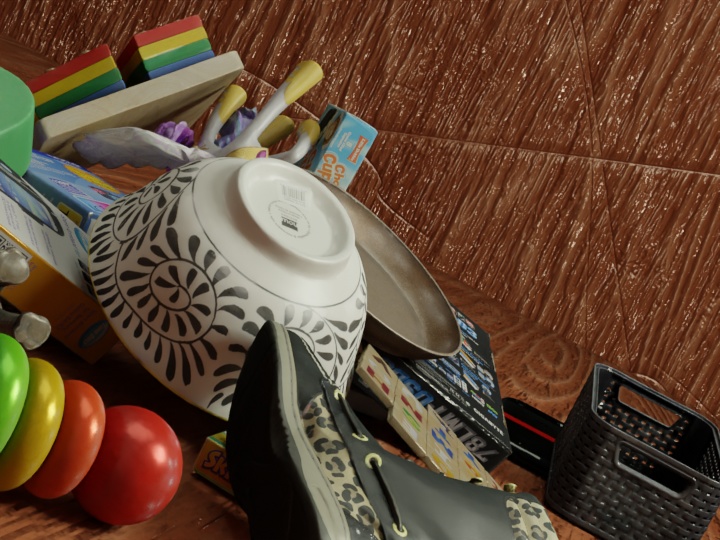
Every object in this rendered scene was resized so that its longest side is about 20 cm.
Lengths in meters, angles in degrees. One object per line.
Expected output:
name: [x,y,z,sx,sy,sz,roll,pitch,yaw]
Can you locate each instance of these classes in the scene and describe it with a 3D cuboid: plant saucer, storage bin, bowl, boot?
plant saucer: [0.000,0.000,0.991,0.199,0.032,0.201,39,20,-17]
storage bin: [0.252,0.175,1.144,0.134,0.095,0.200,28,15,6]
bowl: [-0.063,-0.007,0.795,0.199,0.094,0.202,28,35,-21]
boot: [0.013,0.113,0.670,0.152,0.074,0.204,16,25,-23]

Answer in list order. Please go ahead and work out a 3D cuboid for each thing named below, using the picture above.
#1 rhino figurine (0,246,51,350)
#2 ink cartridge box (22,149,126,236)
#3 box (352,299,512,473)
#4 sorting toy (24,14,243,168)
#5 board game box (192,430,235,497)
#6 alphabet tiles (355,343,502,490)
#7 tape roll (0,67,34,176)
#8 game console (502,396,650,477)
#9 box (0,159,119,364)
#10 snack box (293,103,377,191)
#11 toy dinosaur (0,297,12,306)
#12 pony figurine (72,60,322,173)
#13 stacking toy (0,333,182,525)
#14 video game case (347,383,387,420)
rhino figurine: [-0.265,-0.005,0.657,0.198,0.061,0.087,21,-11,-41]
ink cartridge box: [-0.248,-0.043,1.011,0.199,0.077,0.136,29,6,32]
box: [0.038,0.059,1.072,0.199,0.050,0.199,40,18,-18]
sorting toy: [-0.236,-0.159,1.174,0.070,0.197,0.200,65,-26,0]
board game box: [-0.027,0.126,0.788,0.095,0.030,0.200,29,4,13]
alphabet tiles: [0.067,0.134,0.863,0.201,0.008,0.167,50,6,-1]
tape roll: [-0.342,-0.112,0.920,0.197,0.049,0.201,10,28,-5]
game console: [0.218,0.198,1.268,0.198,0.031,0.177,27,12,5]
box: [-0.223,-0.022,0.802,0.200,0.041,0.119,49,4,-39]
snack box: [-0.056,-0.052,1.131,0.037,0.202,0.116,29,5,-14]
toy dinosaur: [-0.275,-0.010,0.791,0.101,0.058,0.200,50,4,29]
pony figurine: [-0.132,-0.090,1.098,0.191,0.201,0.168,-8,-54,41]
stacking toy: [-0.163,0.059,0.541,0.199,0.086,0.085,30,3,-36]
video game case: [-0.072,0.067,1.118,0.142,0.018,0.200,24,7,-32]
